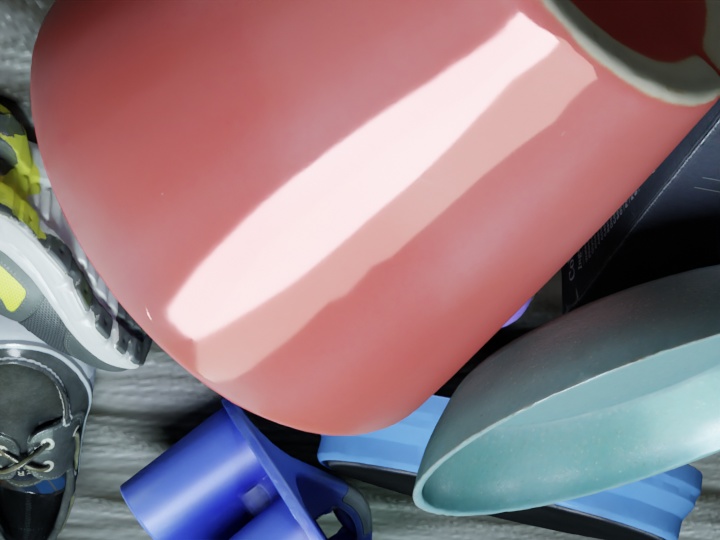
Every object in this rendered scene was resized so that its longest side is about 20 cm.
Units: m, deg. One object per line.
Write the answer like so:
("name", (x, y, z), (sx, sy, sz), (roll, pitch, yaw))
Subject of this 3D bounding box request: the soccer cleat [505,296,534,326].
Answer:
("soccer cleat", (0.000, 0.000, 1.046), (0.199, 0.074, 0.068), (25, 142, -37))

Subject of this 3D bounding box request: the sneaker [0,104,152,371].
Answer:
("sneaker", (-0.161, -0.020, 1.023), (0.084, 0.075, 0.200), (-11, 141, 29))

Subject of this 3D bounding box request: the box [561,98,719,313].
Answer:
("box", (0.198, -0.055, 0.922), (0.198, 0.105, 0.182), (8, 150, -15))

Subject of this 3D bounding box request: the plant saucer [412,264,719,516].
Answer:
("plant saucer", (0.110, 0.042, 0.907), (0.198, 0.036, 0.200), (-16, 162, -5))

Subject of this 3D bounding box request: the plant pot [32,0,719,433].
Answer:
("plant pot", (0.018, -0.071, 0.807), (0.200, 0.202, 0.177), (24, 133, -37))

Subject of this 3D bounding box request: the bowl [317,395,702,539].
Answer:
("bowl", (0.071, 0.100, 1.184), (0.199, 0.040, 0.201), (13, 171, 2))

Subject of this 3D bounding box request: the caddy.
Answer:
("caddy", (-0.041, 0.149, 1.241), (0.105, 0.142, 0.200), (-33, 149, -4))

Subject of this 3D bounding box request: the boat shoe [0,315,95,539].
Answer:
("boat shoe", (-0.170, 0.086, 1.212), (0.068, 0.057, 0.200), (1, 151, -4))

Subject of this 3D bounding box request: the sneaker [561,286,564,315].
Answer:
("sneaker", (0.135, 0.018, 1.082), (0.088, 0.075, 0.200), (1, 151, 1))
